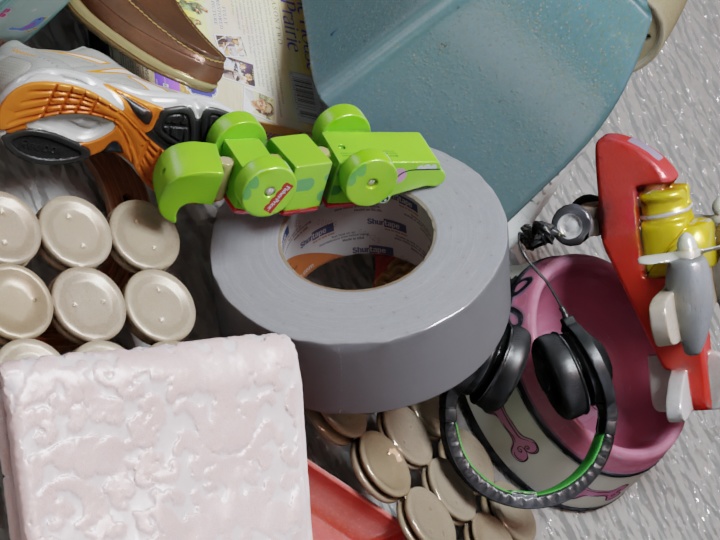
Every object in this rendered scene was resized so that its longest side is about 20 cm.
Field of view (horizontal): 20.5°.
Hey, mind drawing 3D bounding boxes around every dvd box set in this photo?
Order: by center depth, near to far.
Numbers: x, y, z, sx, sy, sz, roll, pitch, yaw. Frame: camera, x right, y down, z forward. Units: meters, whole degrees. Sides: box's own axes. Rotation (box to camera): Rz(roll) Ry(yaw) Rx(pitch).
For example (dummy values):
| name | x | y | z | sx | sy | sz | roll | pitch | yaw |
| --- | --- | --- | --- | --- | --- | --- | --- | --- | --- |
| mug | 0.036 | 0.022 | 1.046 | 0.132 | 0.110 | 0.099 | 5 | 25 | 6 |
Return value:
| name | x | y | z | sx | sy | sz | roll | pitch | yaw |
| --- | --- | --- | --- | --- | --- | --- | --- | --- | --- |
| dvd box set | -0.106 | -0.168 | 1.434 | 0.199 | 0.029 | 0.147 | 9 | 60 | -37 |

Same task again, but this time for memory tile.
| name | x | y | z | sx | sy | sz | roll | pitch | yaw |
| --- | --- | --- | --- | --- | --- | --- | --- | --- | --- |
| memory tile | -0.164 | 0.046 | 1.222 | 0.153 | 0.017 | 0.201 | 1 | 64 | -36 |
| memory tile | 0.044 | 0.135 | 1.383 | 0.200 | 0.017 | 0.153 | 52 | 27 | -5 |

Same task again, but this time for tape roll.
| name | x | y | z | sx | sy | sz | roll | pitch | yaw |
| --- | --- | --- | --- | --- | --- | --- | --- | --- | --- |
| tape roll | 0.000 | 0.000 | 1.324 | 0.199 | 0.066 | 0.201 | -3 | 43 | 3 |

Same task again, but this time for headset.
| name | x | y | z | sx | sy | sz | roll | pitch | yaw |
| --- | --- | --- | --- | --- | --- | --- | --- | --- | --- |
| headset | 0.118 | 0.066 | 1.407 | 0.123 | 0.094 | 0.201 | 6 | 89 | -8 |

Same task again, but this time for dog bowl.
| name | x | y | z | sx | sy | sz | roll | pitch | yaw |
| --- | --- | --- | --- | --- | --- | --- | --- | --- | --- |
| dog bowl | 0.166 | 0.076 | 1.511 | 0.199 | 0.074 | 0.201 | 20 | 55 | -32 |

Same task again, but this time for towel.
| name | x | y | z | sx | sy | sz | roll | pitch | yaw |
| --- | --- | --- | --- | --- | --- | --- | --- | --- | --- |
| towel | -0.113 | 0.138 | 1.169 | 0.199 | 0.032 | 0.192 | -4 | 84 | -37 |

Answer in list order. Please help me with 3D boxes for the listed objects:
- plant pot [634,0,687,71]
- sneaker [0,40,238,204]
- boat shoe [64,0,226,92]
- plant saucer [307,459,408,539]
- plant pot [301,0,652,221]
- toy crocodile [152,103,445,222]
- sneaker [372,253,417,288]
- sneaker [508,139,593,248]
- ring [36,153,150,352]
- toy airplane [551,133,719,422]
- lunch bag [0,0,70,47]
| name | x | y | z | sx | sy | sz | roll | pitch | yaw |
| --- | --- | --- | --- | --- | --- | --- | --- | --- | --- |
| plant pot | 0.202 | -0.258 | 1.629 | 0.187 | 0.187 | 0.201 | 33 | 40 | -24 |
| sneaker | -0.153 | -0.108 | 1.299 | 0.199 | 0.076 | 0.092 | 16 | 29 | -37 |
| boat shoe | -0.161 | -0.194 | 1.318 | 0.200 | 0.068 | 0.072 | 41 | 14 | 19 |
| plant saucer | -0.073 | 0.200 | 1.254 | 0.200 | 0.037 | 0.200 | 35 | 48 | -21 |
| plant pot | 0.095 | -0.186 | 1.448 | 0.196 | 0.200 | 0.197 | 38 | 27 | -34 |
| toy crocodile | -0.038 | -0.063 | 1.295 | 0.199 | 0.062 | 0.068 | -6 | 41 | -29 |
| sneaker | 0.050 | 0.020 | 1.424 | 0.090 | 0.075 | 0.201 | 43 | 35 | -37 |
| sneaker | 0.131 | -0.085 | 1.566 | 0.076 | 0.080 | 0.200 | 46 | 46 | -14 |
| ring | -0.218 | -0.040 | 1.273 | 0.200 | 0.019 | 0.201 | 22 | 53 | -32 |
| toy airplane | 0.245 | 0.010 | 1.462 | 0.199 | 0.141 | 0.201 | 45 | 27 | -41 |
| lunch bag | -0.243 | -0.252 | 1.267 | 0.077 | 0.160 | 0.201 | -10 | 74 | -44 |
